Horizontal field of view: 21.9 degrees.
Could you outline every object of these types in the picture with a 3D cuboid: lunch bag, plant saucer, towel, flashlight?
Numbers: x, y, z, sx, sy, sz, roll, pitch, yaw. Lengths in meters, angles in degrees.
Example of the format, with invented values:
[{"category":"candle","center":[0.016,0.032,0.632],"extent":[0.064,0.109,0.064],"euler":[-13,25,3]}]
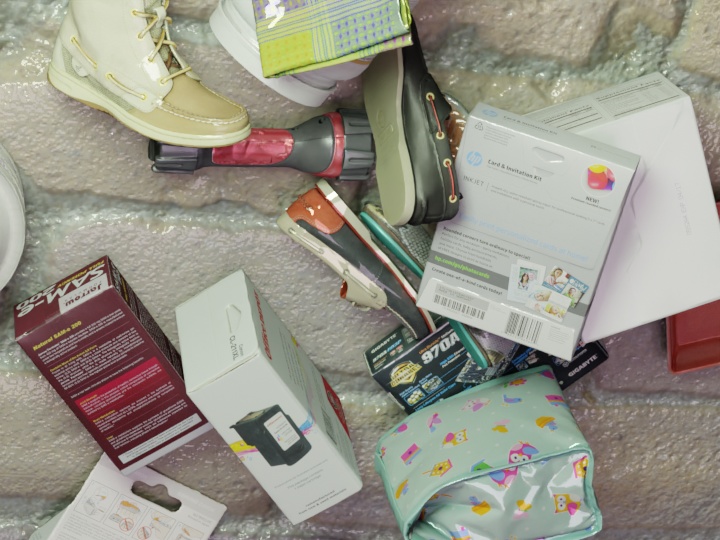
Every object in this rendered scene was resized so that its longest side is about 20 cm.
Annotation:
[{"category":"lunch bag","center":[0.119,0.197,1.813],"extent":[0.199,0.171,0.122],"euler":[-15,118,-3]},{"category":"plant saucer","center":[0.399,-0.002,1.891],"extent":[0.199,0.037,0.201],"euler":[-12,123,-5]},{"category":"towel","center":[-0.035,-0.263,1.477],"extent":[0.143,0.023,0.201],"euler":[-11,85,26]},{"category":"flashlight","center":[-0.088,-0.115,1.683],"extent":[0.199,0.068,0.068],"euler":[0,123,-14]}]

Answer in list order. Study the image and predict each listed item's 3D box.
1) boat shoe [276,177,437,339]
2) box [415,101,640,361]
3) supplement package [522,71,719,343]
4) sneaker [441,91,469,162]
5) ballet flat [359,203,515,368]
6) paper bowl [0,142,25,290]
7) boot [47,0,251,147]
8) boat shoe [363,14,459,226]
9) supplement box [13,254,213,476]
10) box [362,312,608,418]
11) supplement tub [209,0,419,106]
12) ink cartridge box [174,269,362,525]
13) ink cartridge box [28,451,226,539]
[{"category":"boat shoe","center":[0.000,0.000,1.773],"extent":[0.063,0.071,0.200],"euler":[-41,118,0]},{"category":"box","center":[0.148,-0.034,1.673],"extent":[0.155,0.041,0.201],"euler":[19,120,9]},{"category":"supplement package","center":[0.244,-0.061,1.745],"extent":[0.155,0.111,0.201],"euler":[-18,109,-1]},{"category":"sneaker","center":[0.104,-0.081,1.756],"extent":[0.071,0.080,0.201],"euler":[-25,104,10]},{"category":"ballet flat","center":[0.083,0.000,1.779],"extent":[0.072,0.072,0.201],"euler":[-38,96,12]},{"category":"paper bowl","center":[-0.396,-0.038,1.638],"extent":[0.200,0.104,0.201],"euler":[-6,122,-9]},{"category":"boot","center":[-0.172,-0.199,1.560],"extent":[0.199,0.072,0.155],"euler":[24,119,22]},{"category":"boat shoe","center":[0.045,-0.139,1.654],"extent":[0.063,0.202,0.074],"euler":[-3,168,-23]},{"category":"supplement box","center":[-0.235,0.093,1.785],"extent":[0.109,0.061,0.200],"euler":[-28,125,4]},{"category":"box","center":[0.128,0.086,1.876],"extent":[0.200,0.046,0.159],"euler":[-37,123,11]},{"category":"supplement tub","center":[-0.021,-0.253,1.564],"extent":[0.144,0.145,0.200],"euler":[30,112,-28]},{"category":"ink cartridge box","center":[-0.090,0.121,1.786],"extent":[0.083,0.146,0.200],"euler":[-29,123,9]},{"category":"ink cartridge box","center":[-0.258,0.291,1.926],"extent":[0.161,0.050,0.201],"euler":[31,92,-29]}]
